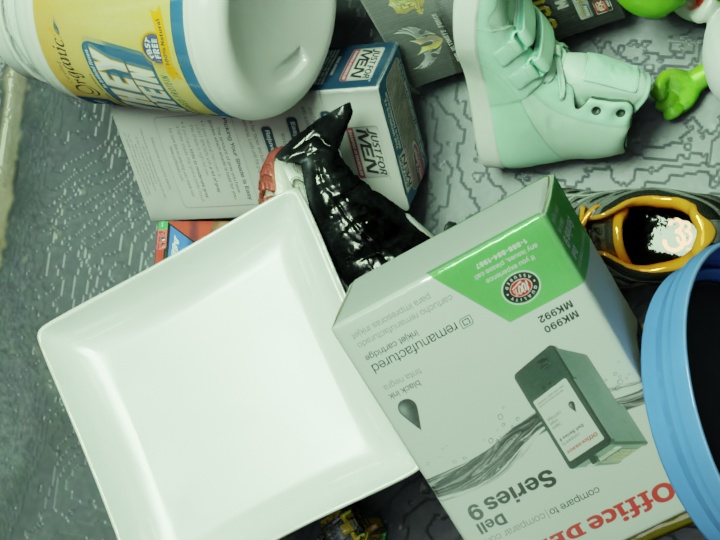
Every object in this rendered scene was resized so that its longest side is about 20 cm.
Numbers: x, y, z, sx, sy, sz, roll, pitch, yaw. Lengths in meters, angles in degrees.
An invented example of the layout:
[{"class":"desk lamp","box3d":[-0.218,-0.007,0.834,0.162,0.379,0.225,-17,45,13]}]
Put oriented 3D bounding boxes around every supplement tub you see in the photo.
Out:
[{"class":"supplement tub","box3d":[-0.131,-0.177,1.061,0.199,0.144,0.146,9,87,32]}]

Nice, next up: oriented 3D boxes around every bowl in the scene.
[{"class":"bowl","box3d":[0.235,0.082,0.958,0.039,0.200,0.202,-24,75,42]}]

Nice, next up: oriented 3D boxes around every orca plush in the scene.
[{"class":"orca plush","box3d":[0.031,-0.013,1.035,0.105,0.071,0.201,-24,92,-17]}]

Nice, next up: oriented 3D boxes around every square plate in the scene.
[{"class":"square plate","box3d":[-0.083,0.080,1.030,0.199,0.028,0.199,-28,73,8]}]

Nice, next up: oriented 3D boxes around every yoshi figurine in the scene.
[{"class":"yoshi figurine","box3d":[0.219,-0.148,1.033,0.112,0.112,0.201,-32,71,22]}]

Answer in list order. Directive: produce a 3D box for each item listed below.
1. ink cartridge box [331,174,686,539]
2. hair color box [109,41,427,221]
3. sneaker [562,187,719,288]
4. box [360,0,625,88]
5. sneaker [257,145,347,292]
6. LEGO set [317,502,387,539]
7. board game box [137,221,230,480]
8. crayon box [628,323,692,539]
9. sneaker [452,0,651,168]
[{"class":"ink cartridge box","box3d":[0.098,0.070,0.968,0.145,0.084,0.201,-29,103,17]},{"class":"hair color box","box3d":[-0.062,-0.094,1.132,0.198,0.061,0.101,-1,127,21]},{"class":"sneaker","box3d":[0.151,-0.021,1.058,0.199,0.077,0.079,-7,84,23]},{"class":"box","box3d":[0.065,-0.220,1.051,0.157,0.200,0.049,-16,47,18]},{"class":"sneaker","box3d":[0.000,0.000,1.102,0.082,0.078,0.201,-36,98,-10]},{"class":"LEGO set","box3d":[-0.084,0.149,1.108,0.153,0.116,0.201,-28,75,16]},{"class":"board game box","box3d":[-0.093,0.052,1.112,0.102,0.020,0.201,0,56,-1]},{"class":"crayon box","box3d":[0.160,0.117,1.054,0.199,0.051,0.128,-26,76,17]},{"class":"sneaker","box3d":[0.123,-0.145,1.035,0.117,0.201,0.074,-2,53,14]}]
